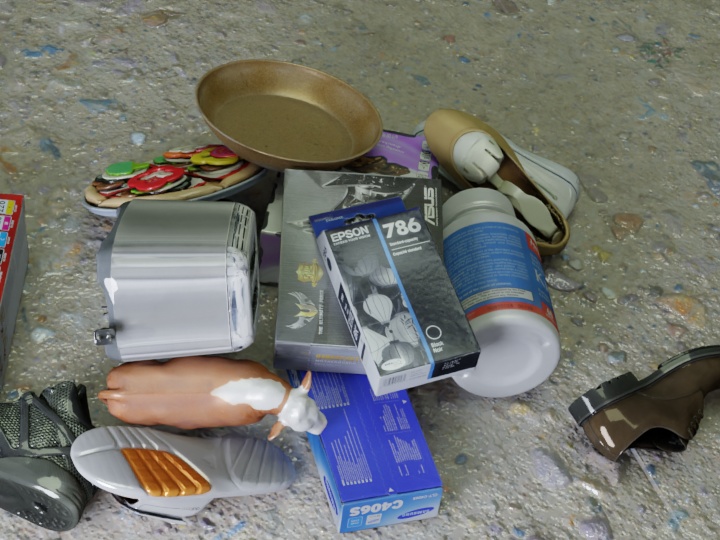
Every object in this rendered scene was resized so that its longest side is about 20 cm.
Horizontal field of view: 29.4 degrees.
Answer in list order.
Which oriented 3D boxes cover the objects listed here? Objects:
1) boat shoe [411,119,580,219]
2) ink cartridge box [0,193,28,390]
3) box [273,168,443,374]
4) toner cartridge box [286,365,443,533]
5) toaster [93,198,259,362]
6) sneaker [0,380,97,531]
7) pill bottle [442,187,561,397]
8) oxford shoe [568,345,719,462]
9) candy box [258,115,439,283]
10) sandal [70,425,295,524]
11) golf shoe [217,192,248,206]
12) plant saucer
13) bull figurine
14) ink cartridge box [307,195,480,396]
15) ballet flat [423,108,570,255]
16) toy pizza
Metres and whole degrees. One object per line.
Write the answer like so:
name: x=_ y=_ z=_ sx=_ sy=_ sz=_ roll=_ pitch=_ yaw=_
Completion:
boat shoe: x=0.143 y=-0.108 z=1.497 sx=0.197 sy=0.074 sz=0.067 roll=18 pitch=41 yaw=9
ink cartridge box: x=-0.409 y=0.021 z=1.267 sx=0.173 sy=0.085 sz=0.202 roll=3 pitch=44 yaw=-6
box: x=0.000 y=0.000 z=1.289 sx=0.156 sy=0.049 sz=0.202 roll=5 pitch=55 yaw=-4
toner cartridge box: x=-0.001 y=0.138 z=1.239 sx=0.094 sy=0.044 sz=0.201 roll=-7 pitch=45 yaw=-15
toaster: x=-0.155 y=0.007 z=1.191 sx=0.127 sy=0.115 sz=0.200 roll=-3 pitch=20 yaw=0
sneaker: x=-0.305 y=0.136 z=1.171 sx=0.197 sy=0.077 sz=0.115 roll=20 pitch=42 yaw=8
pill bottle: x=0.126 y=0.014 z=1.339 sx=0.110 sy=0.113 sz=0.202 roll=1 pitch=44 yaw=-8
oxford shoe: x=0.292 y=0.130 z=1.288 sx=0.198 sy=0.073 sz=0.085 roll=-20 pitch=66 yaw=-25
candy box: x=-0.008 y=-0.065 z=1.429 sx=0.165 sy=0.072 sz=0.201 roll=11 pitch=43 yaw=1
sandal: x=-0.150 y=0.182 z=1.162 sx=0.204 sy=0.060 sz=0.079 roll=9 pitch=32 yaw=-32
golf shoe: x=-0.137 y=-0.046 z=1.375 sx=0.077 sy=0.095 sz=0.201 roll=-4 pitch=43 yaw=-12
plant saucer: x=-0.076 y=-0.153 z=1.418 sx=0.197 sy=0.036 sz=0.201 roll=10 pitch=35 yaw=-7
bull figurine: x=-0.128 y=0.107 z=1.196 sx=0.197 sy=0.121 sz=0.066 roll=7 pitch=87 yaw=-10
ink cartridge box: x=0.027 y=0.010 z=1.233 sx=0.098 sy=0.039 sz=0.202 roll=-14 pitch=58 yaw=-15
ballet flat: x=0.149 y=-0.096 z=1.432 sx=0.200 sy=0.063 sz=0.069 roll=43 pitch=89 yaw=-6
toy pizza: x=-0.189 y=-0.100 z=1.402 sx=0.197 sy=0.032 sz=0.201 roll=-10 pitch=18 yaw=3
